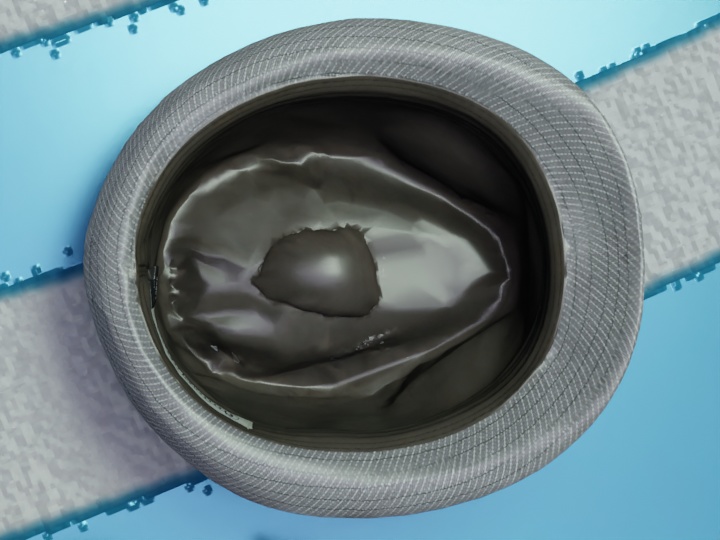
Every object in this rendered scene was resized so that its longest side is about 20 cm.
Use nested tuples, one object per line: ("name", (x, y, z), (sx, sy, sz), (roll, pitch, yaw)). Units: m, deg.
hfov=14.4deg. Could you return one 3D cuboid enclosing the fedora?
("fedora", (0.000, 0.000, 1.046), (0.199, 0.090, 0.178), (-9, 89, -3))
